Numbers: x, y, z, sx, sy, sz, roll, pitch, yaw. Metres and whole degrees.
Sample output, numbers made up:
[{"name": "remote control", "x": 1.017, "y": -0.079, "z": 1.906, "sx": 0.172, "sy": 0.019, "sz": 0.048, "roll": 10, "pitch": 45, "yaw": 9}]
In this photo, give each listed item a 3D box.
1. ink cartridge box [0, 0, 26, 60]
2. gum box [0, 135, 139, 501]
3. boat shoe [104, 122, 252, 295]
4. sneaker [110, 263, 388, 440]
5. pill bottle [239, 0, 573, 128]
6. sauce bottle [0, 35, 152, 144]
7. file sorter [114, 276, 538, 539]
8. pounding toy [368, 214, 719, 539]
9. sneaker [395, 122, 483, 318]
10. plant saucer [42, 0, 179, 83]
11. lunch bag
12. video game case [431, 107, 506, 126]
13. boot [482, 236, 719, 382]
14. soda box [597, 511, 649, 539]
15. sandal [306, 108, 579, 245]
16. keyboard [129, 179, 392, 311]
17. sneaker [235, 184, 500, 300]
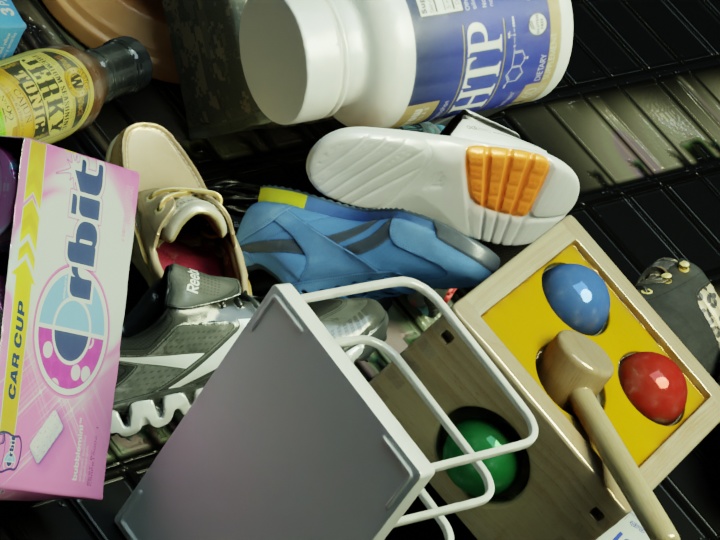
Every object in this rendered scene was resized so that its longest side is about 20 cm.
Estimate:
[{"name": "ink cartridge box", "x": -0.331, "y": -0.173, "z": 1.712, "sx": 0.199, "sy": 0.068, "sz": 0.115, "roll": -4, "pitch": 50, "yaw": -40}, {"name": "gum box", "x": -0.189, "y": 0.033, "z": 1.469, "sx": 0.066, "sy": 0.201, "sz": 0.113, "roll": 3, "pitch": -6, "yaw": 29}, {"name": "boat shoe", "x": -0.107, "y": -0.019, "z": 1.677, "sx": 0.073, "sy": 0.069, "sz": 0.201, "roll": -9, "pitch": 60, "yaw": -26}, {"name": "sneaker", "x": -0.081, "y": 0.035, "z": 1.573, "sx": 0.199, "sy": 0.091, "sz": 0.066, "roll": -15, "pitch": 18, "yaw": -10}, {"name": "pill bottle", "x": 0.028, "y": -0.155, "z": 1.742, "sx": 0.199, "sy": 0.120, "sz": 0.120, "roll": -13, "pitch": 55, "yaw": -29}, {"name": "sauce bottle", "x": -0.213, "y": -0.113, "z": 1.737, "sx": 0.065, "sy": 0.065, "sz": 0.200, "roll": 43, "pitch": 38, "yaw": 14}, {"name": "file sorter", "x": -0.017, "y": 0.120, "z": 1.507, "sx": 0.124, "sy": 0.200, "sz": 0.139, "roll": -8, "pitch": 52, "yaw": -48}, {"name": "pounding toy", "x": 0.123, "y": 0.085, "z": 1.570, "sx": 0.184, "sy": 0.142, "sz": 0.200, "roll": 49, "pitch": 38, "yaw": 4}, {"name": "sneaker", "x": 0.026, "y": -0.041, "z": 1.832, "sx": 0.095, "sy": 0.079, "sz": 0.200, "roll": 23, "pitch": 27, "yaw": -16}, {"name": "plant saucer", "x": -0.141, "y": -0.218, "z": 1.917, "sx": 0.199, "sy": 0.038, "sz": 0.201, "roll": 15, "pitch": 44, "yaw": -15}, {"name": "lunch bag", "x": -0.029, "y": -0.187, "z": 1.847, "sx": 0.199, "sy": 0.117, "sz": 0.165, "roll": -13, "pitch": 93, "yaw": -35}, {"name": "video game case", "x": 0.030, "y": -0.180, "z": 2.035, "sx": 0.181, "sy": 0.026, "sz": 0.200, "roll": 45, "pitch": 38, "yaw": 15}, {"name": "boot", "x": 0.175, "y": 0.025, "z": 1.859, "sx": 0.200, "sy": 0.073, "sz": 0.150, "roll": 51, "pitch": 38, "yaw": 9}, {"name": "soda box", "x": 0.182, "y": 0.218, "z": 1.656, "sx": 0.200, "sy": 0.064, "sz": 0.068, "roll": 40, "pitch": 37, "yaw": 9}, {"name": "sandal", "x": 0.053, "y": -0.074, "z": 1.736, "sx": 0.206, "sy": 0.079, "sz": 0.059, "roll": 13, "pitch": 40, "yaw": -32}, {"name": "keyboard", "x": -0.070, "y": -0.025, "z": 1.766, "sx": 0.199, "sy": 0.040, "sz": 0.104, "roll": 6, "pitch": 45, "yaw": -34}, {"name": "sneaker", "x": 0.000, "y": 0.000, "z": 1.679, "sx": 0.200, "sy": 0.079, "sz": 0.066, "roll": 11, "pitch": -18, "yaw": 39}]
